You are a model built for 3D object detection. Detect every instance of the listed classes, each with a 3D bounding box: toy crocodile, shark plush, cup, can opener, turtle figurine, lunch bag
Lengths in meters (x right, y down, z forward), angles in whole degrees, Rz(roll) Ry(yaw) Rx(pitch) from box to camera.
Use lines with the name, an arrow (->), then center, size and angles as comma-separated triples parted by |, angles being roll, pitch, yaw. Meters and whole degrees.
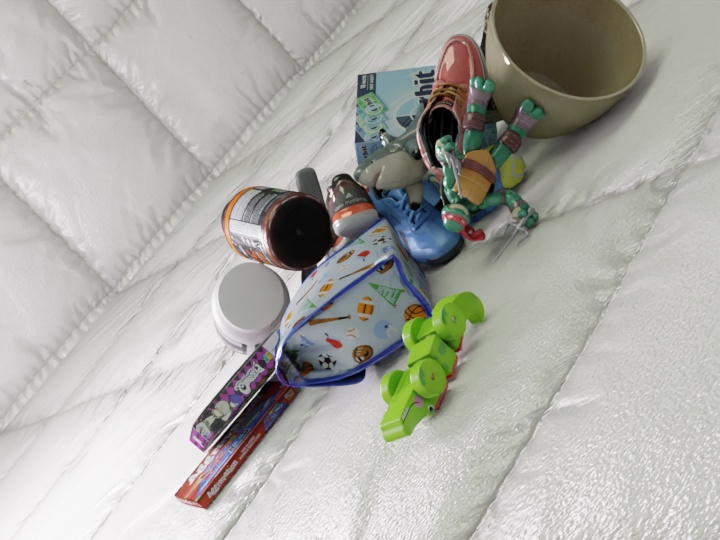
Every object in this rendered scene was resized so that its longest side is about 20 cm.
toy crocodile -> 0.073, 0.097, 1.350 | 0.067, 0.062, 0.201 | -29, 26, 45
shark plush -> 0.057, -0.172, 1.680 | 0.092, 0.082, 0.202 | 85, -159, -50
cup -> 0.237, -0.247, 1.617 | 0.201, 0.199, 0.144 | -54, -8, -34
can opener -> -0.070, -0.045, 1.884 | 0.066, 0.203, 0.053 | -16, -12, -5
turtle figurine -> 0.137, -0.115, 1.514 | 0.100, 0.149, 0.203 | -10, 54, 58
lunch bag -> -0.016, 0.054, 1.574 | 0.198, 0.125, 0.170 | -33, 14, 7

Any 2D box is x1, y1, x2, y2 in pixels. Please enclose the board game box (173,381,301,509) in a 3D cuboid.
board game box -> -0.163, 0.227, 1.716 | 0.201, 0.019, 0.103 | -51, 14, -21

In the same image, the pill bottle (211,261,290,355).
pill bottle -> -0.157, 0.054, 1.878 | 0.116, 0.116, 0.200 | -48, -3, -12

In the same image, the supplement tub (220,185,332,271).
supplement tub -> -0.125, -0.062, 1.817 | 0.107, 0.107, 0.199 | -48, 26, -15

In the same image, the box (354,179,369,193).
box -> 0.059, -0.128, 1.898 | 0.201, 0.103, 0.094 | -53, 17, -24

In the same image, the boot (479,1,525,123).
boot -> 0.217, -0.292, 1.752 | 0.202, 0.073, 0.156 | -26, -41, -43

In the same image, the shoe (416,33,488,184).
shoe -> 0.115, -0.206, 1.612 | 0.070, 0.204, 0.091 | 1, -9, 18

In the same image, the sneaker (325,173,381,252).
sneaker -> -0.010, -0.080, 1.703 | 0.076, 0.083, 0.200 | -18, -11, -6

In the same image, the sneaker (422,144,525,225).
sneaker -> 0.121, -0.114, 1.700 | 0.199, 0.076, 0.106 | 2, 53, 54

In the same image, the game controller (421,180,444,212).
game controller -> 0.103, -0.113, 1.807 | 0.103, 0.042, 0.201 | 23, 63, 37

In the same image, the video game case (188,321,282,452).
video game case -> -0.161, 0.161, 1.758 | 0.182, 0.036, 0.200 | -50, -1, -15

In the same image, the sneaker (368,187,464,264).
sneaker -> 0.063, -0.073, 1.701 | 0.066, 0.079, 0.200 | -37, 35, -6

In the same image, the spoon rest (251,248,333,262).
spoon rest -> -0.070, -0.044, 1.951 | 0.197, 0.062, 0.099 | -10, -9, -24

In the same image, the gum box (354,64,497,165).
gum box -> 0.092, -0.225, 1.842 | 0.196, 0.045, 0.171 | -6, 42, 6
